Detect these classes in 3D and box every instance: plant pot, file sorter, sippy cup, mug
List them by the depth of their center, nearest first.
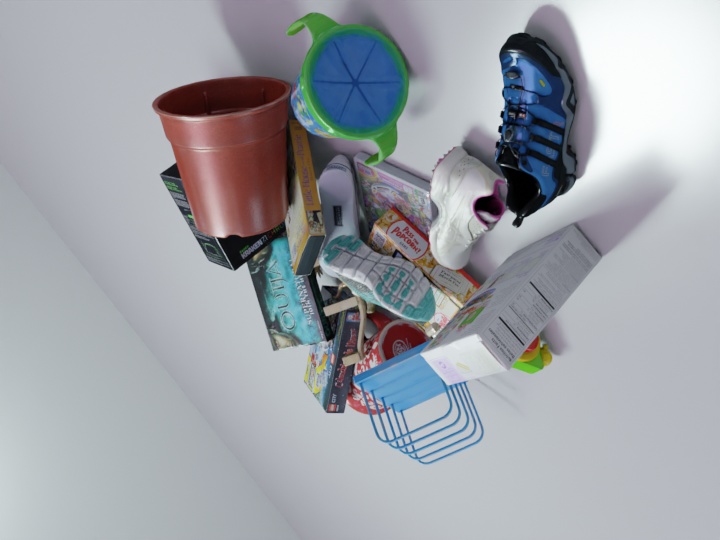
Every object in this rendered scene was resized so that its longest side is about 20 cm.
[{"bbox_3d":[-0.025,-0.224,0.966,0.130,0.139,0.179,-179,90,-69],"label":"sippy cup"},{"bbox_3d":[-0.191,-0.166,1.147,0.200,0.200,0.196,22,129,41],"label":"plant pot"},{"bbox_3d":[0.102,0.222,1.234,0.200,0.138,0.123,44,-157,-57],"label":"file sorter"},{"bbox_3d":[0.032,0.158,1.387,0.178,0.133,0.200,44,150,3],"label":"mug"}]

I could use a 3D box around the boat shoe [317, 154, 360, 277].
[{"bbox_3d":[-0.028,-0.083,1.195,0.073,0.066,0.201,10,127,5],"label":"boat shoe"}]

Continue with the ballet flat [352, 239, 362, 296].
[{"bbox_3d":[0.000,0.000,1.279,0.065,0.070,0.200,-38,87,27],"label":"ballet flat"}]

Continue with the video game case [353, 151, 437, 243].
[{"bbox_3d":[0.059,-0.073,1.153,0.143,0.018,0.201,29,149,32],"label":"video game case"}]

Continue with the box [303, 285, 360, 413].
[{"bbox_3d":[-0.051,0.144,1.422,0.137,0.037,0.201,-141,60,-62],"label":"box"}]

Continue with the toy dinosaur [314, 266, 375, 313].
[{"bbox_3d":[-0.031,-0.014,1.351,0.101,0.058,0.201,-28,95,46],"label":"toy dinosaur"}]

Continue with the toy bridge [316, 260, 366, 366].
[{"bbox_3d":[-0.029,0.058,1.313,0.027,0.067,0.201,-23,-86,-74],"label":"toy bridge"}]

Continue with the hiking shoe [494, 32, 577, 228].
[{"bbox_3d":[0.177,-0.144,0.800,0.074,0.087,0.201,18,141,44],"label":"hiking shoe"}]

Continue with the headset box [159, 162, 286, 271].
[{"bbox_3d":[-0.218,-0.135,1.313,0.092,0.174,0.201,16,139,47],"label":"headset box"}]

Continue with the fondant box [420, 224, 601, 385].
[{"bbox_3d":[0.179,0.044,0.926,0.058,0.200,0.144,49,154,-3],"label":"fondant box"}]

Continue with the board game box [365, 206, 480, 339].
[{"bbox_3d":[0.090,0.019,1.158,0.200,0.046,0.152,43,154,10],"label":"board game box"}]

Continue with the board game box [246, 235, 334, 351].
[{"bbox_3d":[-0.132,0.040,1.390,0.135,0.028,0.201,-14,95,36],"label":"board game box"}]

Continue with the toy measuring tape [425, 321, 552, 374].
[{"bbox_3d":[0.185,0.089,1.080,0.199,0.074,0.074,20,159,-16],"label":"toy measuring tape"}]

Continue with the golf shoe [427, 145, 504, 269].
[{"bbox_3d":[0.138,-0.063,0.990,0.091,0.075,0.201,29,149,27],"label":"golf shoe"}]

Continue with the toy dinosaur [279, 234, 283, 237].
[{"bbox_3d":[-0.168,-0.052,1.460,0.199,0.086,0.136,33,144,17],"label":"toy dinosaur"}]

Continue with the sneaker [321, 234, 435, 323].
[{"bbox_3d":[0.035,0.021,1.131,0.200,0.078,0.091,35,166,31],"label":"sneaker"}]

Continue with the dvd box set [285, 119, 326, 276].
[{"bbox_3d":[-0.095,-0.111,1.197,0.146,0.029,0.201,117,144,-62],"label":"dvd box set"}]
